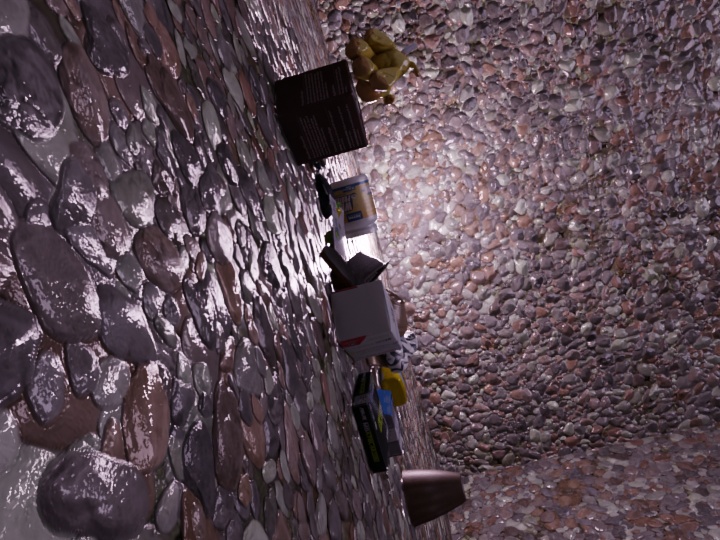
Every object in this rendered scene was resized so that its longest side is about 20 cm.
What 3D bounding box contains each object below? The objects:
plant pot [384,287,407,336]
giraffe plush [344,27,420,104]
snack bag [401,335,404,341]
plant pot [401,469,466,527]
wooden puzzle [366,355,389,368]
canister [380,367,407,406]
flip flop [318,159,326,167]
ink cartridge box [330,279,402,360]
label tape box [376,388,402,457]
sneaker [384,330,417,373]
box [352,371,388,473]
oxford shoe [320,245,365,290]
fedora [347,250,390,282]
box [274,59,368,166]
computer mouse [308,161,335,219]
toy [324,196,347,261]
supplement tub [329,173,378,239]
[{"bbox_3d":[0.076,0.117,1.772,0.199,0.093,0.201,29,14,-8],"label":"plant pot"},{"bbox_3d":[0.042,-0.508,1.435,0.174,0.199,0.162,64,-29,9],"label":"giraffe plush"},{"bbox_3d":[0.064,0.160,1.837,0.187,0.022,0.200,30,14,-2],"label":"snack bag"},{"bbox_3d":[0.263,0.777,1.936,0.187,0.198,0.189,-15,90,-83],"label":"plant pot"},{"bbox_3d":[0.065,0.248,1.898,0.199,0.046,0.187,21,51,-50],"label":"wooden puzzle"},{"bbox_3d":[0.123,0.392,2.077,0.201,0.086,0.150,-89,163,-60],"label":"canister"},{"bbox_3d":[-0.130,-0.420,1.802,0.081,0.057,0.201,68,10,-49],"label":"flip flop"},{"bbox_3d":[0.019,0.140,1.491,0.200,0.144,0.146,63,14,-65],"label":"ink cartridge box"},{"bbox_3d":[0.073,0.434,1.663,0.144,0.063,0.202,-84,159,-73],"label":"label tape box"},{"bbox_3d":[0.125,0.237,1.872,0.130,0.079,0.199,62,39,-21],"label":"sneaker"},{"bbox_3d":[0.031,0.398,1.471,0.200,0.047,0.195,-72,145,-77],"label":"box"},{"bbox_3d":[-0.058,0.016,1.496,0.200,0.071,0.072,52,25,-32],"label":"oxford shoe"},{"bbox_3d":[0.000,0.000,1.666,0.090,0.177,0.200,48,-14,8],"label":"fedora"},{"bbox_3d":[-0.100,-0.405,1.424,0.165,0.198,0.167,68,11,-50],"label":"box"},{"bbox_3d":[-0.113,-0.264,1.663,0.141,0.046,0.202,59,18,-71],"label":"computer mouse"},{"bbox_3d":[-0.076,-0.098,1.594,0.115,0.047,0.202,44,42,-66],"label":"toy"},{"bbox_3d":[-0.020,-0.223,1.928,0.145,0.143,0.202,-66,141,-79],"label":"supplement tub"}]
